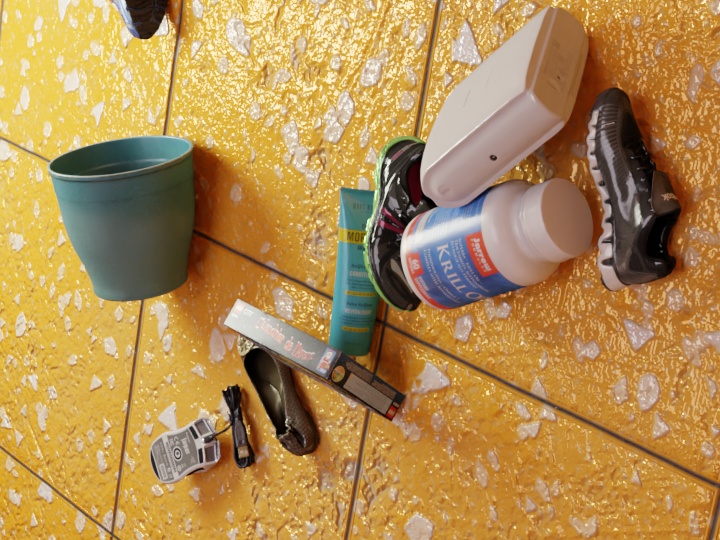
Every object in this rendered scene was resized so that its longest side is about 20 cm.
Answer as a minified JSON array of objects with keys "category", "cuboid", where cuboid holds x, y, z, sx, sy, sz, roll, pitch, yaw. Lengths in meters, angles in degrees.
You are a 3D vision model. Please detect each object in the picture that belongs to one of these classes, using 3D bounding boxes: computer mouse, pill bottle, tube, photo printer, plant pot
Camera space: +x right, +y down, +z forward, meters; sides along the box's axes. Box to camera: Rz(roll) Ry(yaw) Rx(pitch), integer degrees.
[{"category":"computer mouse","cuboid":[-0.217,0.236,2.048,0.199,0.044,0.111,-26,78,40]},{"category":"pill bottle","cuboid":[0.145,-0.032,1.578,0.199,0.111,0.114,-21,77,47]},{"category":"tube","cuboid":[0.000,0.000,1.779,0.050,0.076,0.203,-134,49,-65]},{"category":"photo printer","cuboid":[0.142,-0.163,1.549,0.200,0.069,0.167,-39,21,43]},{"category":"plant pot","cuboid":[-0.311,-0.067,2.035,0.199,0.199,0.191,13,117,46]}]

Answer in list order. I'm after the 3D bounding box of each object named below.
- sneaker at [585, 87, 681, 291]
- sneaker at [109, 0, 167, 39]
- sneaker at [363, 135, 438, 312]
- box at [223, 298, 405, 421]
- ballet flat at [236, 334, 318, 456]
[{"category":"sneaker","cuboid":[0.276,-0.081,1.469,0.090,0.066,0.203,-1,95,45]},{"category":"sneaker","cuboid":[-0.329,-0.401,2.118,0.079,0.074,0.202,-56,46,44]},{"category":"sneaker","cuboid":[0.054,-0.052,1.704,0.083,0.076,0.203,8,99,51]},{"category":"box","cuboid":[-0.056,0.107,1.791,0.199,0.136,0.038,24,81,45]},{"category":"ballet flat","cuboid":[-0.115,0.152,1.925,0.067,0.046,0.202,-46,60,38]}]
